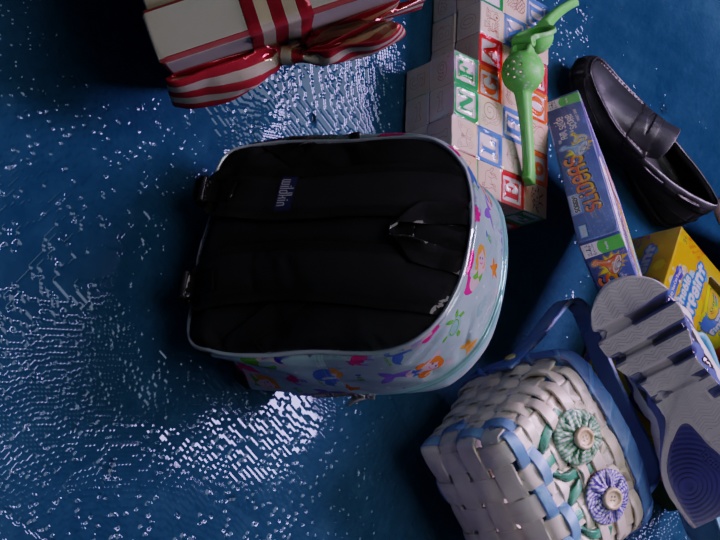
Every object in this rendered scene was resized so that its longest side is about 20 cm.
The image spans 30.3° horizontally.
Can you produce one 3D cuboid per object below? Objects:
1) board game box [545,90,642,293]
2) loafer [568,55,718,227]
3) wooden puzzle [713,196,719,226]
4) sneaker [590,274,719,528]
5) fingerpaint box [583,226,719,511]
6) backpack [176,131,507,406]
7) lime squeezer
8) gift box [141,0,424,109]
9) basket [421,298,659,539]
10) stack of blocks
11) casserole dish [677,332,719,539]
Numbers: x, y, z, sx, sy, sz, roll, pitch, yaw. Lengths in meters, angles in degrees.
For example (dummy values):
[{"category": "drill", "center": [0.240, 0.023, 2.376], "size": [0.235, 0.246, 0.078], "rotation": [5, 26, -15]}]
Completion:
[{"category": "board game box", "center": [0.203, -0.042, 1.121], "size": [0.200, 0.034, 0.135], "rotation": [-92, 159, -51]}, {"category": "loafer", "center": [0.271, -0.126, 1.266], "size": [0.201, 0.070, 0.068], "rotation": [50, 50, -21]}, {"category": "wooden puzzle", "center": [0.418, 0.038, 1.306], "size": [0.185, 0.037, 0.200], "rotation": [37, 33, -51]}, {"category": "sneaker", "center": [0.241, 0.082, 1.009], "size": [0.199, 0.081, 0.115], "rotation": [63, 16, -6]}, {"category": "fingerpaint box", "center": [0.290, 0.090, 1.223], "size": [0.167, 0.073, 0.200], "rotation": [44, 53, -25]}, {"category": "backpack", "center": [0.000, 0.000, 0.900], "size": [0.151, 0.200, 0.178], "rotation": [41, 51, -52]}, {"category": "lime squeezer", "center": [0.151, -0.174, 1.111], "size": [0.071, 0.038, 0.200], "rotation": [35, 56, -30]}, {"category": "gift box", "center": [-0.063, -0.218, 0.887], "size": [0.200, 0.184, 0.187], "rotation": [-44, 116, -86]}, {"category": "basket", "center": [0.155, 0.139, 1.032], "size": [0.200, 0.139, 0.176], "rotation": [-40, 106, -47]}, {"category": "stack of blocks", "center": [0.099, -0.145, 1.122], "size": [0.115, 0.059, 0.200], "rotation": [18, 67, -38]}, {"category": "casserole dish", "center": [0.283, 0.146, 1.112], "size": [0.121, 0.039, 0.200], "rotation": [-26, 100, -60]}]
